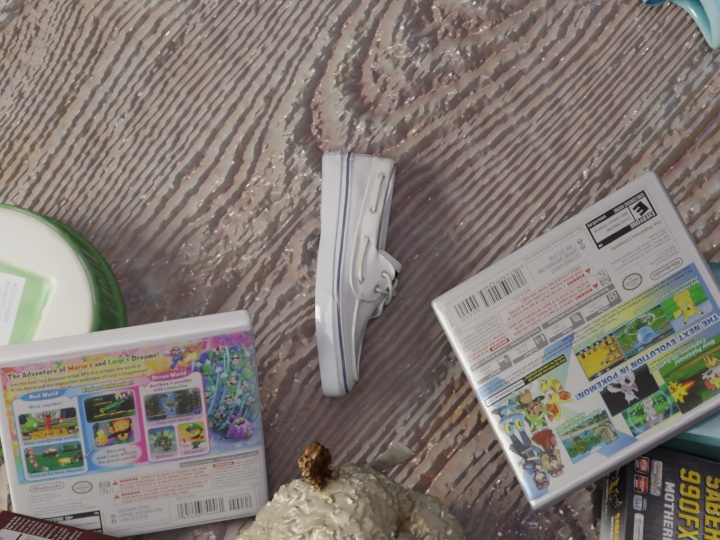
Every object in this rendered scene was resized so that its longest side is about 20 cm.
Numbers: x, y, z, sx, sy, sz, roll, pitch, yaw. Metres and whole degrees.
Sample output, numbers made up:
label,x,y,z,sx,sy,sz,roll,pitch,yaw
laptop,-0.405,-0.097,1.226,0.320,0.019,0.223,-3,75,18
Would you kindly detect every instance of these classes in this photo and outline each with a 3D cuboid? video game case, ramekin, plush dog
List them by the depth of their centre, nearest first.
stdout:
label,x,y,z,sx,sy,sz,roll,pitch,yaw
video game case,0.175,0.052,1.597,0.199,0.022,0.183,-31,68,11
plush dog,-0.011,0.237,1.600,0.198,0.161,0.173,-11,56,-2
video game case,-0.174,0.124,1.644,0.198,0.024,0.183,-8,122,-7
ramekin,-0.287,0.043,1.691,0.198,0.098,0.202,0,80,1

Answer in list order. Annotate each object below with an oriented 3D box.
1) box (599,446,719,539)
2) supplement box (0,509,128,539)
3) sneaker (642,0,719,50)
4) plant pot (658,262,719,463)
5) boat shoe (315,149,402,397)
label,x,y,z,sx,sy,sz,roll,pitch,yaw
box,0.256,0.244,1.618,0.157,0.048,0.201,16,62,-14
supplement box,-0.225,0.304,1.597,0.198,0.133,0.199,13,100,4
sneaker,0.246,-0.263,1.749,0.082,0.074,0.200,-44,81,-10
plant pot,0.221,0.066,1.659,0.198,0.141,0.143,8,80,12
boat shoe,0.000,0.000,1.705,0.066,0.074,0.202,0,79,4
